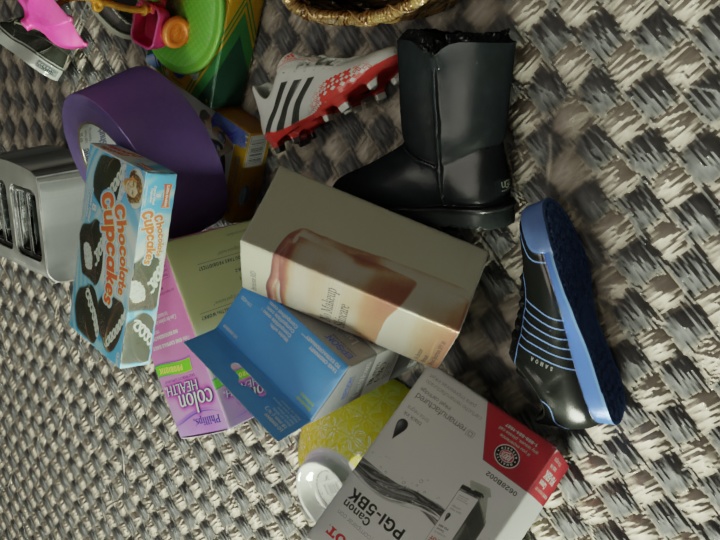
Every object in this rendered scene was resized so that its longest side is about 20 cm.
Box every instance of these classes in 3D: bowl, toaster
[{"bbox_3d":[-0.004,0.221,0.837,0.200,0.108,0.201,15,113,38],"label":"bowl"},{"bbox_3d":[-0.451,-0.091,1.130,0.181,0.119,0.200,18,115,36],"label":"toaster"}]

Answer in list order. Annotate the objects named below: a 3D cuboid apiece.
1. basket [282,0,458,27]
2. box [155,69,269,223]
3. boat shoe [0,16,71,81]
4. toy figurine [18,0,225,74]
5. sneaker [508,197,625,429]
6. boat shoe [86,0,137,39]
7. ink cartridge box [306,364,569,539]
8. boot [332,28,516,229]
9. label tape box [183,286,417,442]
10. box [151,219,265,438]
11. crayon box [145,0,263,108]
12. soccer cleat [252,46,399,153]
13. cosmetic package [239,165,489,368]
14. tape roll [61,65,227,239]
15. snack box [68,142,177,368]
[{"bbox_3d":[0.001,-0.278,0.640,0.200,0.149,0.143,1,104,41],"label":"basket"},{"bbox_3d":[-0.195,-0.157,0.932,0.200,0.041,0.119,35,125,26],"label":"box"},{"bbox_3d":[-0.465,-0.329,1.108,0.200,0.071,0.064,35,92,39],"label":"boat shoe"},{"bbox_3d":[-0.247,-0.291,0.764,0.150,0.184,0.200,34,124,29],"label":"toy figurine"},{"bbox_3d":[0.158,0.042,0.657,0.078,0.070,0.200,-14,95,37],"label":"sneaker"},{"bbox_3d":[-0.304,-0.379,0.935,0.061,0.072,0.202,-30,81,47],"label":"boat shoe"},{"bbox_3d":[0.071,0.211,0.707,0.147,0.083,0.200,32,81,30],"label":"ink cartridge box"},{"bbox_3d":[0.049,-0.128,0.694,0.200,0.076,0.169,8,110,38],"label":"boot"},{"bbox_3d":[-0.045,0.061,0.756,0.144,0.200,0.063,40,127,25],"label":"label tape box"},{"bbox_3d":[-0.137,0.055,0.854,0.097,0.176,0.200,-21,90,43],"label":"box"},{"bbox_3d":[-0.169,-0.298,0.853,0.126,0.052,0.200,37,125,27],"label":"crayon box"},{"bbox_3d":[-0.040,-0.185,0.765,0.200,0.069,0.085,-21,94,48],"label":"soccer cleat"},{"bbox_3d":[0.000,0.000,0.696,0.200,0.087,0.103,22,155,5],"label":"cosmetic package"},{"bbox_3d":[-0.247,-0.123,0.885,0.200,0.085,0.200,34,144,29],"label":"tape roll"},{"bbox_3d":[-0.242,-0.017,0.780,0.116,0.037,0.200,25,110,40],"label":"snack box"}]
